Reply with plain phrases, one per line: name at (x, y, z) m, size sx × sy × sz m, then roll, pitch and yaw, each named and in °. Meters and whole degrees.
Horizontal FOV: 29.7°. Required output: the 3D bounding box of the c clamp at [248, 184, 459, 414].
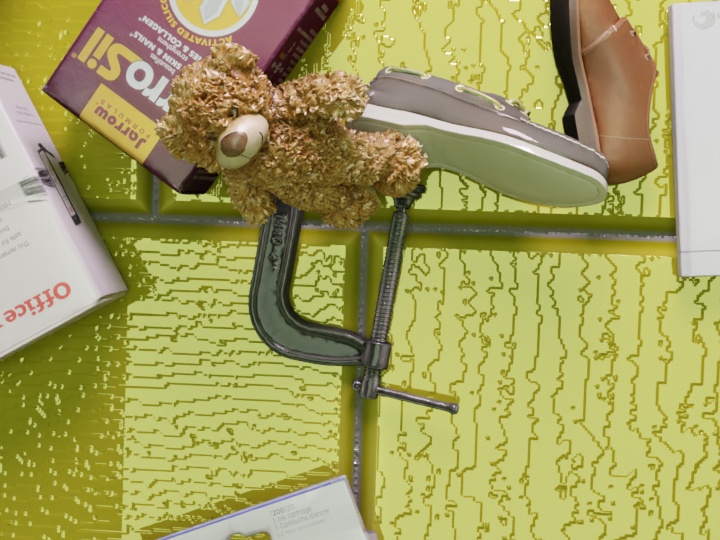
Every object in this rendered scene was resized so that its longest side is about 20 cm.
c clamp at (0.000, 0.000, 1.036) m, size 0.169 × 0.027 × 0.202 m, roll 5°, pitch 94°, yaw 10°

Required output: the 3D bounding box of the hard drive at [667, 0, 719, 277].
hard drive at (0.298, -0.098, 1.001) m, size 0.131 × 0.027 × 0.202 m, roll -2°, pitch 91°, yaw 5°

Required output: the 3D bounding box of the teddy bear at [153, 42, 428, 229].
teddy bear at (-0.043, -0.079, 0.937) m, size 0.144 × 0.200 × 0.067 m, roll -16°, pitch 59°, yaw 23°

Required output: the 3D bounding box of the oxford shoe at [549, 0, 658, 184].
oxford shoe at (0.179, -0.162, 0.993) m, size 0.071 × 0.071 × 0.202 m, roll -11°, pitch 102°, yaw 1°

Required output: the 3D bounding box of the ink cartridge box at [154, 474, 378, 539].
ink cartridge box at (-0.066, 0.276, 1.040) m, size 0.197 × 0.043 × 0.201 m, roll -19°, pitch 92°, yaw 5°

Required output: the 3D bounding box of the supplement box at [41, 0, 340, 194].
supplement box at (-0.117, -0.174, 0.998) m, size 0.131 × 0.103 × 0.201 m, roll 35°, pitch 95°, yaw 2°

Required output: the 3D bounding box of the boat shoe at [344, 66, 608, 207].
boat shoe at (0.089, -0.100, 0.981) m, size 0.200 × 0.072 × 0.061 m, roll 18°, pitch 64°, yaw 20°

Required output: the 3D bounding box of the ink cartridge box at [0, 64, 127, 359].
ink cartridge box at (-0.290, -0.035, 1.028) m, size 0.145 × 0.084 × 0.201 m, roll -27°, pitch 90°, yaw 6°
